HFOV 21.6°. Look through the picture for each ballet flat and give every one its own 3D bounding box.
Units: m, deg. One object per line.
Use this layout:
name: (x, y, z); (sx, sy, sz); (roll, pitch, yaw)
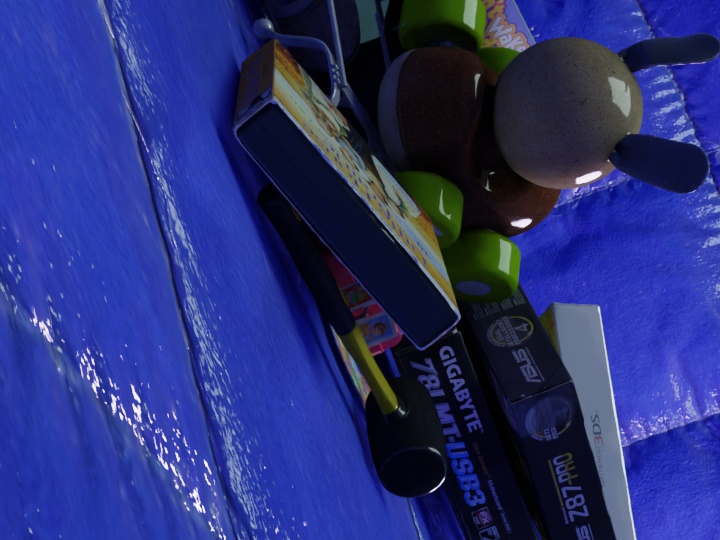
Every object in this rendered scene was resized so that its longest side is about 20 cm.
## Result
ballet flat: (-0.058, -0.225, 1.361); (0.067, 0.068, 0.200); (33, 26, -49)

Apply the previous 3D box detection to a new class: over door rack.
over door rack: (-0.012, -0.145, 1.223); (0.148, 0.067, 0.200); (55, 33, -55)

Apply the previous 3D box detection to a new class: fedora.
fedora: (0.020, -0.102, 1.354); (0.201, 0.092, 0.201); (166, -90, -77)

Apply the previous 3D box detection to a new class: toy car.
toy car: (0.125, -0.087, 1.154); (0.158, 0.200, 0.164); (39, 51, -50)

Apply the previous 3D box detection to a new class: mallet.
mallet: (-0.006, 0.029, 0.992); (0.066, 0.041, 0.200); (-99, 164, -61)

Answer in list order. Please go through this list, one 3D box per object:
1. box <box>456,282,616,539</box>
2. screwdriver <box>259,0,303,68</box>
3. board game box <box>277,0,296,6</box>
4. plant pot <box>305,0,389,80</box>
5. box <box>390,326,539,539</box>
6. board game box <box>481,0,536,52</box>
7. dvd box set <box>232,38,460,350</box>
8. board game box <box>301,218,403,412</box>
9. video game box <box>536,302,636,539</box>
box: (0.108, 0.081, 1.261); (0.200, 0.049, 0.161); (-113, -174, -54)
screwdriver: (-0.051, -0.159, 1.296); (0.028, 0.029, 0.200); (17, 54, -84)
board game box: (-0.082, -0.263, 1.224); (0.200, 0.035, 0.136); (31, 38, -75)
plant pot: (0.007, -0.248, 1.492); (0.141, 0.141, 0.200); (-175, -100, -69)
box: (0.062, 0.099, 1.273); (0.200, 0.050, 0.199); (-112, 180, -71)
board game box: (0.065, -0.207, 1.288); (0.200, 0.045, 0.134); (55, 9, -48)
dvd box set: (-0.010, -0.047, 0.995); (0.146, 0.029, 0.200); (49, 8, -12)
board game box: (0.000, 0.000, 1.122); (0.158, 0.039, 0.200); (58, 13, -68)
video game box: (0.138, 0.146, 1.406); (0.182, 0.047, 0.200); (129, -42, -64)
